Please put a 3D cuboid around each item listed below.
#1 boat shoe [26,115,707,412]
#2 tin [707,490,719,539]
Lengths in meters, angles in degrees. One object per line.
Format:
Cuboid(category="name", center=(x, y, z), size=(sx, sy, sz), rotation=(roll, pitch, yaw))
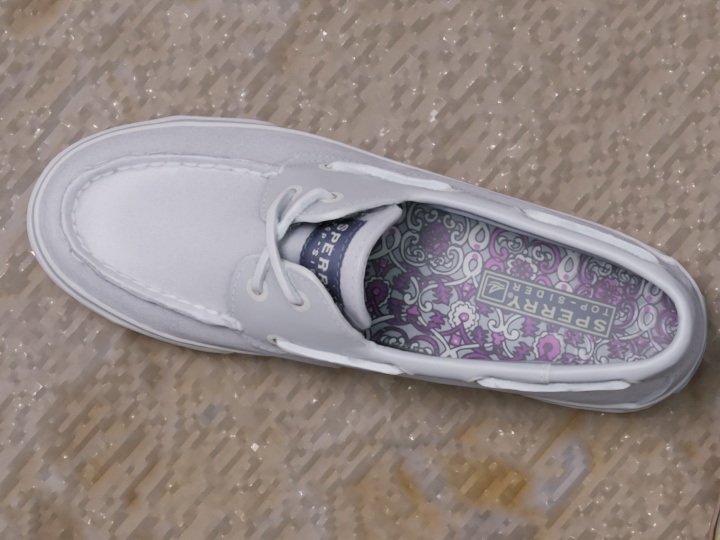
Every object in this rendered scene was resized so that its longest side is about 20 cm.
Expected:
Cuboid(category="boat shoe", center=(0.000, 0.000, 0.842), size=(0.200, 0.069, 0.072), rotation=(18, 85, 5))
Cuboid(category="tin", center=(0.161, 0.035, 0.808), size=(0.112, 0.042, 0.200), rotation=(14, 111, 0))
